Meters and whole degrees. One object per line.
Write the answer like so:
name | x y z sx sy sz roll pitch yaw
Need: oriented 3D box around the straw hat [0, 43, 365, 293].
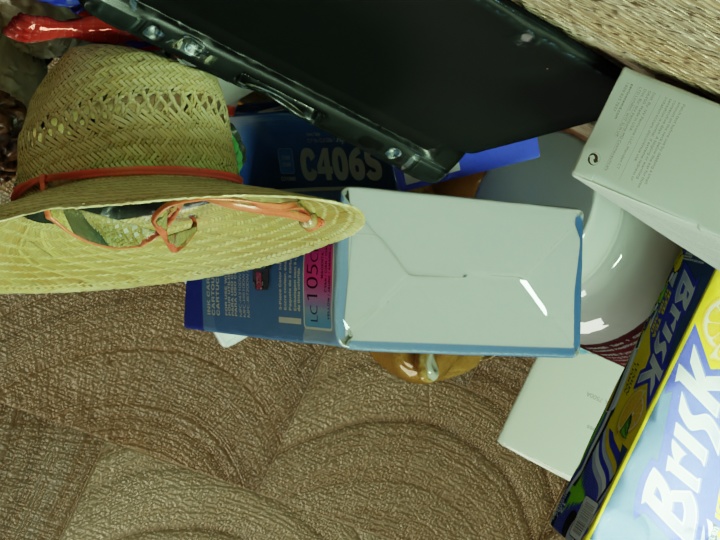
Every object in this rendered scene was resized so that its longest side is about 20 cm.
straw hat | -0.097 -0.049 0.758 0.201 0.085 0.201 -6 172 -1

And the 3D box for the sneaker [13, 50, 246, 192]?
sneaker | -0.119 -0.043 0.885 0.078 0.085 0.200 47 150 0

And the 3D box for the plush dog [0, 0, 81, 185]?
plush dog | -0.187 -0.125 0.889 0.160 0.172 0.200 25 -177 -43

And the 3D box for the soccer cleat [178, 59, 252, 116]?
soccer cleat | -0.054 -0.132 0.967 0.069 0.078 0.200 17 -160 14

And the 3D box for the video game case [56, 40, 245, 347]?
video game case | -0.131 -0.072 1.063 0.200 0.023 0.182 63 177 -28

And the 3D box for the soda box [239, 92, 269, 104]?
soda box | -0.042 -0.126 1.168 0.068 0.064 0.200 26 -176 -2

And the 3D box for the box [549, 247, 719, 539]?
box | 0.171 0.057 0.902 0.070 0.200 0.064 26 -179 -9

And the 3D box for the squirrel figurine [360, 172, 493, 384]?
squirrel figurine | 0.042 -0.023 1.206 0.200 0.187 0.141 24 -177 -43

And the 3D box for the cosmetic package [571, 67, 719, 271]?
cosmetic package | 0.193 -0.010 0.741 0.151 0.052 0.200 29 -177 30

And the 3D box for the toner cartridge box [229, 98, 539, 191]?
toner cartridge box | -0.008 -0.069 0.957 0.095 0.043 0.200 -14 -170 -36

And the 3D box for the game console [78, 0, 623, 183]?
game console | -0.009 -0.125 0.751 0.200 0.116 0.176 25 -148 -38

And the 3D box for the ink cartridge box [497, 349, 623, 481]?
ink cartridge box | 0.203 0.059 1.251 0.145 0.200 0.147 26 -178 11

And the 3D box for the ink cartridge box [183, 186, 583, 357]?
ink cartridge box | 0.000 0.000 0.916 0.136 0.076 0.200 4 -179 -30

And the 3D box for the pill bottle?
pill bottle | 0.156 -0.003 0.998 0.200 0.113 0.113 23 -177 -41

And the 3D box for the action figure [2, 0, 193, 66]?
action figure | -0.131 -0.125 0.753 0.200 0.052 0.065 19 -148 -40
